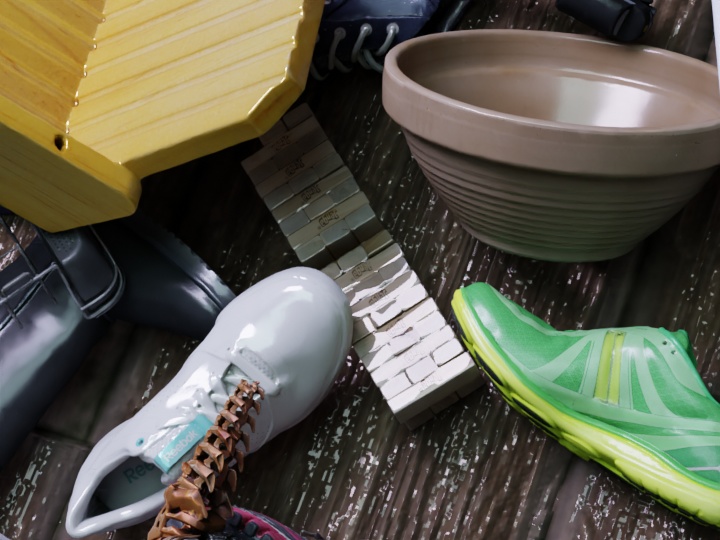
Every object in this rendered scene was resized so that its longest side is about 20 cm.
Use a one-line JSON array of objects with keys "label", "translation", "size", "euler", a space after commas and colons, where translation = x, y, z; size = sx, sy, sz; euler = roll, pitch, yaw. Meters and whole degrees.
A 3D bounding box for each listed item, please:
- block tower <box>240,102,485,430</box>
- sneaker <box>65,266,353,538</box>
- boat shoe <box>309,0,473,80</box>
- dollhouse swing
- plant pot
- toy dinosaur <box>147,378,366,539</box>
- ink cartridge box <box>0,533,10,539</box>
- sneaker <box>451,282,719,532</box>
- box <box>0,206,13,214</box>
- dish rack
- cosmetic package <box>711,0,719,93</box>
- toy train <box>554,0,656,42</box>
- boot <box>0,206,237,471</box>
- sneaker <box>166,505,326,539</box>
[{"label": "block tower", "translation": [0.000, 0.000, 1.011], "size": [0.054, 0.058, 0.200], "euler": [-33, 61, 2]}, {"label": "sneaker", "translation": [-0.084, 0.082, 0.954], "size": [0.075, 0.088, 0.200], "euler": [46, 108, -1]}, {"label": "boat shoe", "translation": [-0.013, -0.145, 1.066], "size": [0.093, 0.075, 0.200], "euler": [40, 84, 20]}, {"label": "dollhouse swing", "translation": [-0.140, -0.154, 0.948], "size": [0.176, 0.181, 0.201], "euler": [-29, 39, 44]}, {"label": "plant pot", "translation": [0.108, -0.064, 0.960], "size": [0.200, 0.201, 0.093], "euler": [14, 112, 21]}, {"label": "toy dinosaur", "translation": [-0.071, 0.162, 0.865], "size": [0.135, 0.102, 0.201], "euler": [8, 110, 30]}, {"label": "ink cartridge box", "translation": [-0.200, 0.202, 0.904], "size": [0.087, 0.200, 0.145], "euler": [-41, 62, -3]}, {"label": "sneaker", "translation": [0.138, 0.061, 0.936], "size": [0.200, 0.074, 0.084], "euler": [33, 82, 16]}, {"label": "box", "translation": [-0.249, -0.093, 1.139], "size": [0.199, 0.032, 0.122], "euler": [-4, 67, 14]}, {"label": "dish rack", "translation": [-0.254, 0.003, 1.010], "size": [0.200, 0.055, 0.154], "euler": [-33, 54, -8]}, {"label": "cosmetic package", "translation": [0.238, -0.065, 0.910], "size": [0.052, 0.151, 0.201], "euler": [-14, 63, 30]}, {"label": "toy train", "translation": [0.079, -0.185, 1.023], "size": [0.199, 0.046, 0.034], "euler": [27, 118, 5]}, {"label": "boot", "translation": [-0.176, 0.058, 1.031], "size": [0.200, 0.066, 0.165], "euler": [-47, 53, -10]}, {"label": "sneaker", "translation": [-0.012, 0.184, 0.931], "size": [0.200, 0.075, 0.081], "euler": [36, 96, 13]}]
